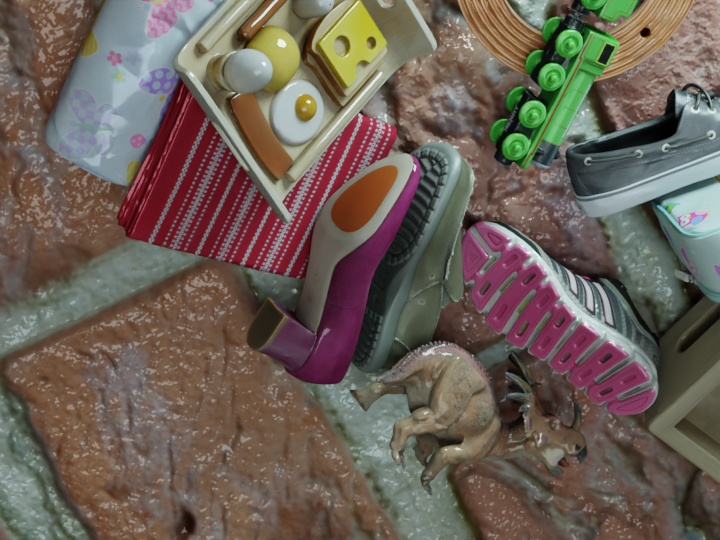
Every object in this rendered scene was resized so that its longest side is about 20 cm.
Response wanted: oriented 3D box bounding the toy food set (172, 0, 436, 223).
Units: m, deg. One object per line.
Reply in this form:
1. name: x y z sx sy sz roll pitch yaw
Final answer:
1. toy food set: -0.035 -0.155 1.586 0.200 0.060 0.144 -50 121 -25

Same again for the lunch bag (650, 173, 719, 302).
1. lunch bag: 0.330 -0.051 1.670 0.199 0.161 0.077 -26 112 2

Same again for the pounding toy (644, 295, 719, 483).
1. pounding toy: 0.359 0.076 1.753 0.184 0.142 0.200 36 113 -18

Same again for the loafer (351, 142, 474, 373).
1. loafer: 0.047 -0.010 1.704 0.069 0.075 0.201 3 122 -33

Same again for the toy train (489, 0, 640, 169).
1. toy train: 0.163 -0.165 1.651 0.056 0.042 0.201 18 109 -26

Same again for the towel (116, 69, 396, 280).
1. towel: -0.077 -0.071 1.645 0.199 0.022 0.145 14 109 -38

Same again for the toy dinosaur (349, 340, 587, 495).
1. toy dinosaur: 0.082 0.102 1.721 0.135 0.086 0.200 -39 129 6

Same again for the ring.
1. ring: 0.166 -0.242 1.651 0.199 0.019 0.202 -3 112 -6

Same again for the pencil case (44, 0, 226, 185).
1. pencil case: -0.160 -0.162 1.601 0.090 0.083 0.201 23 106 -12

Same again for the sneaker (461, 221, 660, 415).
1. sneaker: 0.165 0.030 1.732 0.200 0.087 0.074 40 121 3

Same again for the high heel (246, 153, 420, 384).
1. high heel: 0.000 0.000 1.685 0.096 0.068 0.200 27 110 -41

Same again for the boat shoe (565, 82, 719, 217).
1. boat shoe: 0.253 -0.111 1.691 0.199 0.070 0.066 -22 114 9
